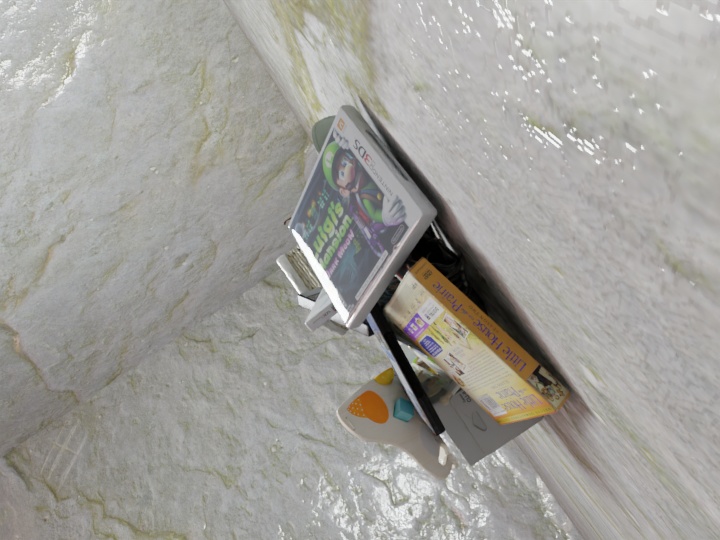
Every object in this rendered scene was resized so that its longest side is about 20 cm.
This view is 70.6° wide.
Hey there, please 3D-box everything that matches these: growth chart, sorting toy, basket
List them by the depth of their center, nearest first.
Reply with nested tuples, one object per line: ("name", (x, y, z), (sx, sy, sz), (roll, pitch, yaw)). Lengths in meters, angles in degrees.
("growth chart", (0.135, 0.119, 0.803), (0.018, 0.145, 0.200), (42, -176, -19))
("sorting toy", (0.083, 0.258, 0.825), (0.180, 0.107, 0.200), (46, -175, 21))
("basket", (-0.062, 0.023, 1.206), (0.200, 0.161, 0.198), (51, 180, 19))

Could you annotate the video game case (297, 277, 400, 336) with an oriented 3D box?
("video game case", (0.017, 0.050, 0.909), (0.200, 0.181, 0.026), (17, 118, 48))

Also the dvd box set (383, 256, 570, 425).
("dvd box set", (0.118, 0.086, 0.572), (0.200, 0.029, 0.146), (43, 159, 11))

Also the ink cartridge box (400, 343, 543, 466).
("ink cartridge box", (0.177, 0.186, 0.857), (0.145, 0.145, 0.200), (56, -178, -22))

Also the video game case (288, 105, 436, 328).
("video game case", (-0.012, -0.060, 0.612), (0.023, 0.200, 0.182), (-9, -126, -38))

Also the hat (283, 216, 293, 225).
("hat", (-0.032, -0.101, 0.949), (0.200, 0.176, 0.166), (55, -178, -37))

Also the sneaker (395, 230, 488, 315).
("sneaker", (0.097, 0.013, 0.622), (0.200, 0.077, 0.082), (42, 159, -16))

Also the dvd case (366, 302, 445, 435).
("dvd case", (0.051, 0.123, 0.711), (0.200, 0.018, 0.143), (62, 175, 1))

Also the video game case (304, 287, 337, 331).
("video game case", (0.000, 0.000, 0.827), (0.024, 0.182, 0.200), (48, -162, -11))

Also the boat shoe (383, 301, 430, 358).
("boat shoe", (0.116, 0.099, 0.709), (0.200, 0.072, 0.062), (19, 166, 24))

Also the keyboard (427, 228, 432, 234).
("keyboard", (0.082, -0.064, 0.767), (0.127, 0.021, 0.200), (57, -179, 39))

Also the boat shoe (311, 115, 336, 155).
("boat shoe", (-0.004, -0.137, 0.686), (0.200, 0.076, 0.060), (58, 173, 34))
